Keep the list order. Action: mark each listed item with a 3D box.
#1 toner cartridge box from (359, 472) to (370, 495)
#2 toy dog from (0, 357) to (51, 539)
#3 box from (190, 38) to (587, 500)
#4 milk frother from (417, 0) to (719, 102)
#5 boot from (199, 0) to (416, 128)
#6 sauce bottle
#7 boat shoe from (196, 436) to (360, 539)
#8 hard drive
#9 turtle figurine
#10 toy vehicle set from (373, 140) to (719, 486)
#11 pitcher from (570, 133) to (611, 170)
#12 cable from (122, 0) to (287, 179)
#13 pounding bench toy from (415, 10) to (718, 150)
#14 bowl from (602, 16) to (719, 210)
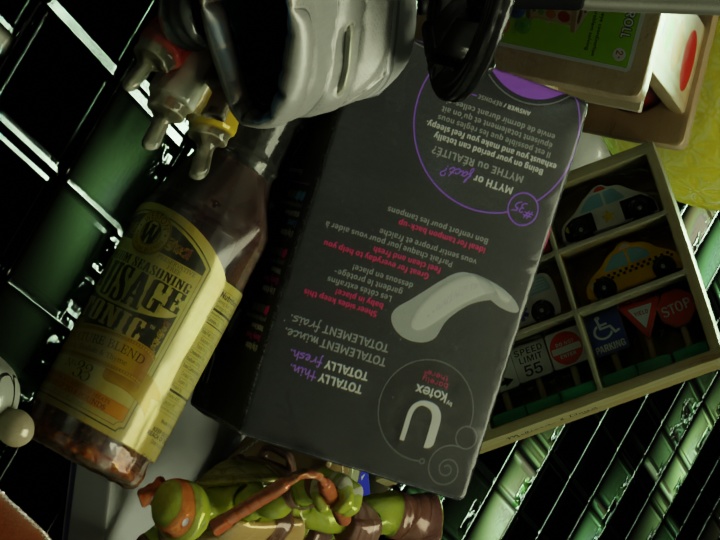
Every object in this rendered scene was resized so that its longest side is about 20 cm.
[{"bbox_3d":[-0.037,0.140,1.657,0.095,0.043,0.200,-52,158,-26],"label":"toner cartridge box"},{"bbox_3d":[-0.183,0.140,1.200,0.132,0.096,0.201,-29,142,-59],"label":"toy dog"},{"bbox_3d":[0.012,-0.007,1.375,0.106,0.122,0.201,-166,-86,-73],"label":"box"},{"bbox_3d":[0.119,-0.149,1.297,0.181,0.187,0.201,93,-1,-66],"label":"milk frother"},{"bbox_3d":[-0.022,-0.159,1.211,0.095,0.073,0.201,-29,121,-51],"label":"boot"},{"bbox_3d":[-0.084,0.000,1.322,0.201,0.066,0.066,-64,161,-8],"label":"sauce bottle"},{"bbox_3d":[-0.072,0.146,1.486,0.076,0.072,0.200,-10,141,-54],"label":"boat shoe"},{"bbox_3d":[-0.080,0.056,1.461,0.200,0.025,0.132,-43,152,-45],"label":"hard drive"},{"bbox_3d":[-0.051,0.121,1.382,0.161,0.065,0.200,11,150,-42],"label":"turtle figurine"},{"bbox_3d":[0.085,0.024,1.541,0.199,0.125,0.027,-21,164,10],"label":"toy vehicle set"},{"bbox_3d":[0.083,-0.015,1.681,0.200,0.121,0.172,-63,144,-31],"label":"pitcher"},{"bbox_3d":[-0.050,-0.144,1.286,0.097,0.050,0.201,57,48,-49],"label":"cable"},{"bbox_3d":[0.127,-0.182,1.519,0.156,0.124,0.201,28,76,-72],"label":"pounding bench toy"},{"bbox_3d":[0.182,-0.140,1.708,0.107,0.200,0.201,6,117,-28],"label":"bowl"}]
